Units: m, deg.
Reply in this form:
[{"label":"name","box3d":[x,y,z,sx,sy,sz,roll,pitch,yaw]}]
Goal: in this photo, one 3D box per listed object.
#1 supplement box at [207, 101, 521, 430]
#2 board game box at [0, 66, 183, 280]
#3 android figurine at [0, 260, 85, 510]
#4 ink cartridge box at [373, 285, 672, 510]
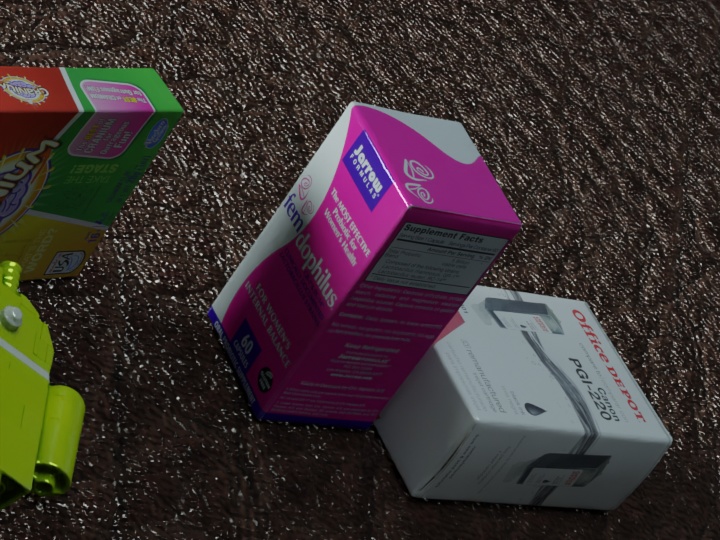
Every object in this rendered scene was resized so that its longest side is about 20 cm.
[{"label":"supplement box","box3d":[0.000,0.000,1.413,0.103,0.200,0.101,9,39,-39]},{"label":"board game box","box3d":[-0.223,-0.056,1.307,0.200,0.153,0.040,-6,50,-49]},{"label":"android figurine","box3d":[-0.230,0.053,1.214,0.182,0.041,0.200,41,32,-29]},{"label":"ink cartridge box","box3d":[0.103,0.088,1.518,0.199,0.085,0.146,10,39,-41]}]
